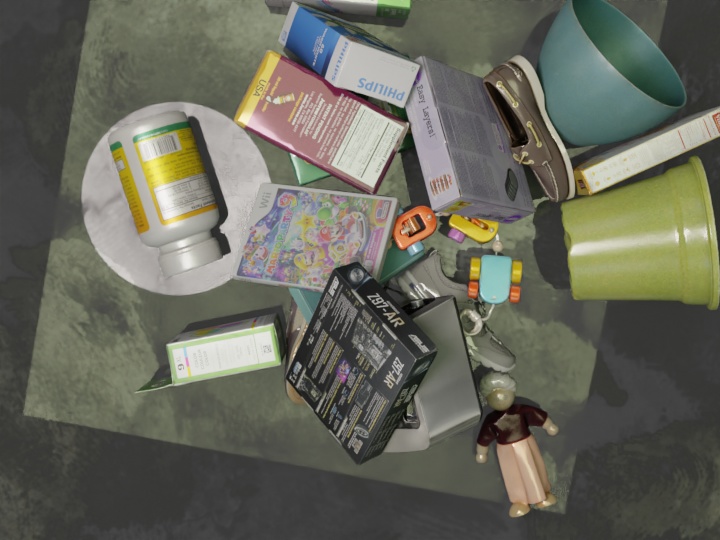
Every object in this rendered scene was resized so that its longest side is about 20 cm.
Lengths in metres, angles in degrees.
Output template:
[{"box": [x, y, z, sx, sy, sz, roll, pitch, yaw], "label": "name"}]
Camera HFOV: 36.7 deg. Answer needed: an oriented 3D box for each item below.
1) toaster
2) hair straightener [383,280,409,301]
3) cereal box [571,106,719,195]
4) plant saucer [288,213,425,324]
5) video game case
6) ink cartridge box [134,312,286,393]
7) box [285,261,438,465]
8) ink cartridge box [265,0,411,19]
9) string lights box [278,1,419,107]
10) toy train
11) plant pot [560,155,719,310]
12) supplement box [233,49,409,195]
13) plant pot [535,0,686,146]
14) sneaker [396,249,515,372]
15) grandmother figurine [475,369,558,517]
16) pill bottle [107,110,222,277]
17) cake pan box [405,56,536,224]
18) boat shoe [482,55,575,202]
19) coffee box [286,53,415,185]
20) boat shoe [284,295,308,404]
[{"box": [0.052, 0.141, 1.412, 0.118, 0.180, 0.202, -19, 98, -41], "label": "toaster"}, {"box": [0.087, 0.095, 1.484, 0.041, 0.077, 0.201, -26, 86, -42], "label": "hair straightener"}, {"box": [0.370, -0.155, 1.429, 0.198, 0.144, 0.040, -25, 94, 0], "label": "cereal box"}, {"box": [0.000, 0.000, 1.456, 0.199, 0.019, 0.070, -33, 102, -20], "label": "plant saucer"}, {"box": [-0.059, -0.041, 1.428, 0.198, 0.018, 0.145, 8, 66, 19], "label": "video game case"}, {"box": [-0.203, 0.110, 1.458, 0.198, 0.104, 0.060, -12, 94, 0], "label": "ink cartridge box"}, {"box": [-0.004, 0.116, 1.340, 0.160, 0.043, 0.201, 46, 132, 26], "label": "box"}, {"box": [-0.026, -0.419, 1.429, 0.198, 0.084, 0.147, 5, 94, -1], "label": "ink cartridge box"}, {"box": [-0.018, -0.273, 1.364, 0.102, 0.200, 0.059, 12, 110, -31], "label": "string lights box"}, {"box": [0.127, -0.018, 1.447, 0.150, 0.056, 0.201, -34, 84, 1], "label": "toy train"}, {"box": [0.362, -0.038, 1.428, 0.182, 0.200, 0.203, -7, 95, 11], "label": "plant pot"}, {"box": [-0.048, -0.185, 1.380, 0.199, 0.131, 0.104, 28, 93, -3], "label": "supplement box"}, {"box": [0.305, -0.242, 1.414, 0.200, 0.200, 0.135, 41, 124, -4], "label": "plant pot"}, {"box": [0.144, 0.058, 1.474, 0.200, 0.075, 0.082, 43, 94, -3], "label": "sneaker"}, {"box": [0.215, 0.231, 1.500, 0.120, 0.061, 0.202, -21, 97, -8], "label": "grandmother figurine"}, {"box": [-0.252, -0.099, 1.436, 0.112, 0.113, 0.202, -18, 94, 0], "label": "pill bottle"}, {"box": [0.136, -0.166, 1.385, 0.052, 0.183, 0.202, -23, 74, 33], "label": "cake pan box"}, {"box": [0.218, -0.174, 1.402, 0.059, 0.072, 0.201, -29, 109, -14], "label": "boat shoe"}, {"box": [-0.010, -0.202, 1.467, 0.198, 0.044, 0.124, -20, 94, 0], "label": "coffee box"}, {"box": [-0.068, 0.080, 1.478, 0.071, 0.065, 0.202, 9, 91, -30], "label": "boat shoe"}]
